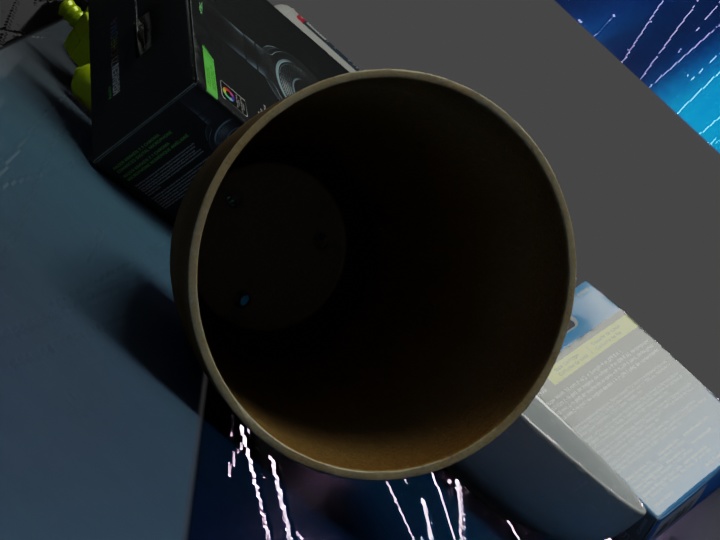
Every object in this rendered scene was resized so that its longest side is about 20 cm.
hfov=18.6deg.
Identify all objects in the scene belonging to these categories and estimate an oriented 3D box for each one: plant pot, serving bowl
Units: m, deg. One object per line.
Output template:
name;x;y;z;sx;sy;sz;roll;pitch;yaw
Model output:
plant pot;-0.019;-0.007;1.081;0.186;0.186;0.200;41;-8;-18
serving bowl;0.092;0.112;1.431;0.200;0.066;0.200;42;6;-5

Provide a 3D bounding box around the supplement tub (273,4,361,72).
supplement tub;-0.047;-0.134;2.027;0.200;0.140;0.140;42;5;-3

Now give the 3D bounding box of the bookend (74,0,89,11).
bookend;-0.209;-0.265;2.160;0.199;0.092;0.200;39;5;-33

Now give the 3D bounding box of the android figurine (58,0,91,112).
android figurine;-0.138;-0.132;1.593;0.200;0.041;0.182;44;24;15

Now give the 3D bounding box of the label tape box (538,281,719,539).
label tape box;0.205;0.120;1.807;0.200;0.143;0.066;43;-40;20

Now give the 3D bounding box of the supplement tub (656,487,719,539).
supplement tub;0.317;0.219;1.936;0.123;0.123;0.200;44;6;22

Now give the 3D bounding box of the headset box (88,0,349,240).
headset box;-0.086;-0.103;1.433;0.200;0.093;0.174;39;27;-34
